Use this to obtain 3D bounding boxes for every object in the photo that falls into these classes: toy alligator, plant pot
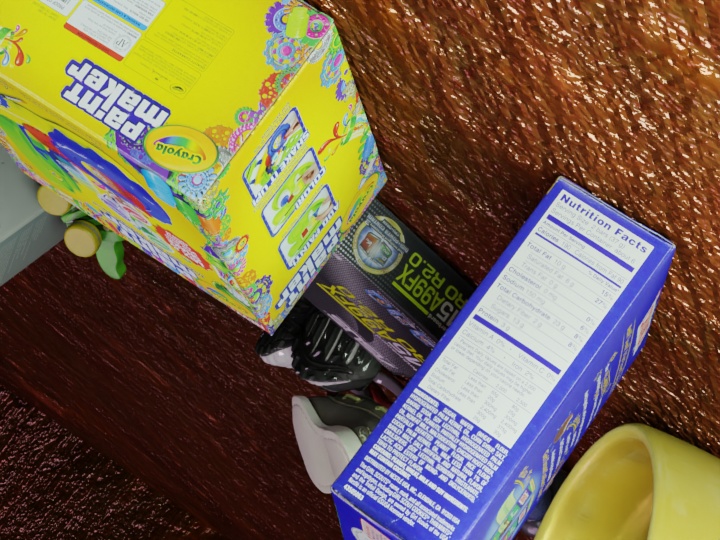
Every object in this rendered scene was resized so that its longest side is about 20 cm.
[{"bbox_3d":[-0.231,-0.081,1.612,0.054,0.059,0.201,-17,114,30],"label":"toy alligator"},{"bbox_3d":[0.213,0.221,1.232,0.188,0.202,0.201,23,169,-12],"label":"plant pot"}]

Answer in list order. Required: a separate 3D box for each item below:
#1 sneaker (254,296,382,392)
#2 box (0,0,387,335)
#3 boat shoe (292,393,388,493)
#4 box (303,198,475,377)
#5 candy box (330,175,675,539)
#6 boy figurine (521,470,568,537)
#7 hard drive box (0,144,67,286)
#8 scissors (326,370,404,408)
[{"bbox_3d":[-0.014,0.058,1.503,0.079,0.074,0.200,31,175,-16],"label":"sneaker"},{"bbox_3d":[-0.109,-0.093,1.110,0.199,0.122,0.193,32,167,20],"label":"box"},{"bbox_3d":[-0.006,0.127,1.487,0.202,0.060,0.073,-163,58,-74],"label":"boat shoe"},{"bbox_3d":[0.000,0.000,1.307,0.200,0.044,0.160,42,165,-21],"label":"box"},{"bbox_3d":[0.073,0.072,1.032,0.077,0.200,0.169,34,165,14],"label":"candy box"},{"bbox_3d":[0.082,0.120,1.461,0.124,0.065,0.200,25,161,42],"label":"boy figurine"},{"bbox_3d":[-0.349,-0.055,1.665,0.155,0.200,0.077,34,126,8],"label":"hard drive box"},{"bbox_3d":[-0.022,0.071,1.644,0.073,0.014,0.200,0,-156,-27],"label":"scissors"}]
